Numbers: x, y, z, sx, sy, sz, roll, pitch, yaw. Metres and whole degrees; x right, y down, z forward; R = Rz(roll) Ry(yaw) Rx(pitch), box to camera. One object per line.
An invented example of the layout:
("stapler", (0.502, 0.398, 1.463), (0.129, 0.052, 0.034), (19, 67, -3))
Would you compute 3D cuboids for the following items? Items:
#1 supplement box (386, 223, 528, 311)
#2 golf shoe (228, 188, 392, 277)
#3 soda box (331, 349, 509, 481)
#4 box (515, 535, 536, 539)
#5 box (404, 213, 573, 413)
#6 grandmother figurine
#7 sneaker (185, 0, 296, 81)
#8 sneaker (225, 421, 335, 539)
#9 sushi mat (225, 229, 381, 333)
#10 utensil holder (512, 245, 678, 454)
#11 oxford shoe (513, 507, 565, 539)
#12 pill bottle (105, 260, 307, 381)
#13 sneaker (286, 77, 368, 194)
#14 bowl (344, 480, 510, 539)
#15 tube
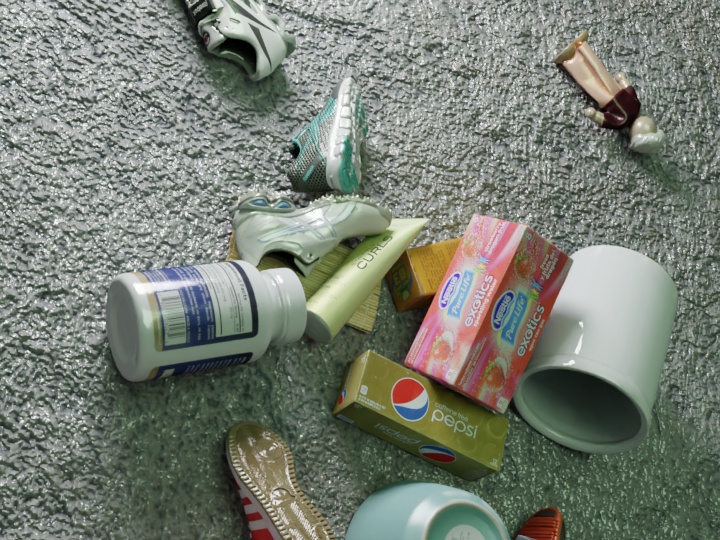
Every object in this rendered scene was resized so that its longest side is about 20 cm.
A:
("supplement box", (0.130, -0.004, 1.464), (0.198, 0.066, 0.070), (-14, 76, -34))
("golf shoe", (-0.054, -0.037, 1.359), (0.197, 0.078, 0.099), (-1, 72, -21))
("soda box", (0.071, 0.170, 1.357), (0.198, 0.064, 0.069), (28, 59, -17))
("box", (0.193, 0.405, 1.251), (0.157, 0.051, 0.203), (35, 73, -38))
("box", (0.149, 0.048, 1.374), (0.094, 0.102, 0.202), (30, 84, -35))
("grandmother figurine", (0.367, -0.250, 1.711), (0.200, 0.061, 0.121), (48, 63, 0))
("sneaker", (-0.173, -0.313, 1.422), (0.199, 0.074, 0.089), (41, 53, -7))
("sneaker", (-0.095, 0.261, 1.232), (0.070, 0.114, 0.201), (-9, 44, -29))
("sushi mat", (-0.064, -0.002, 1.386), (0.198, 0.012, 0.097), (23, 58, -20))
("utensil holder", (0.296, 0.094, 1.454), (0.169, 0.170, 0.202), (35, 55, -11))
("oxford shoe", (0.204, 0.374, 1.351), (0.072, 0.071, 0.203), (36, 61, -31))
("pill bottle", (-0.161, 0.049, 1.250), (0.197, 0.111, 0.113), (-7, 72, -32))
("sneaker", (-0.044, -0.165, 1.431), (0.202, 0.090, 0.078), (-79, 154, -50))
("bowl", (0.089, 0.318, 1.279), (0.198, 0.105, 0.204), (11, 65, -24))
("tube", (0.000, 0.000, 1.377), (0.058, 0.052, 0.200), (34, 56, 12))
